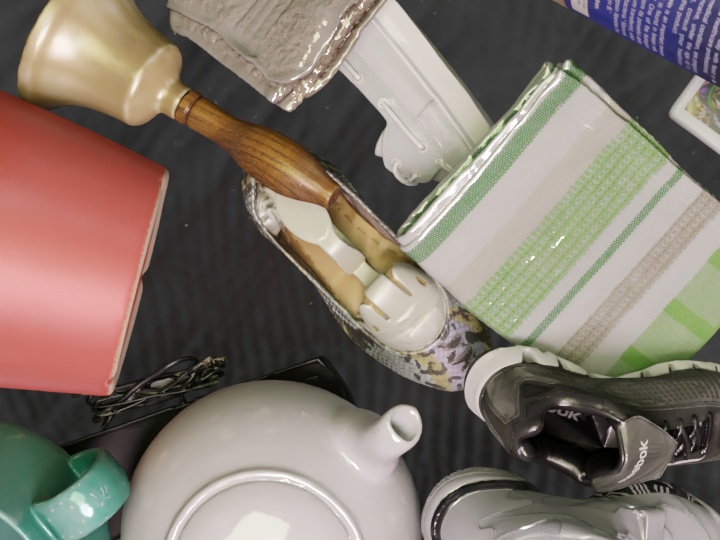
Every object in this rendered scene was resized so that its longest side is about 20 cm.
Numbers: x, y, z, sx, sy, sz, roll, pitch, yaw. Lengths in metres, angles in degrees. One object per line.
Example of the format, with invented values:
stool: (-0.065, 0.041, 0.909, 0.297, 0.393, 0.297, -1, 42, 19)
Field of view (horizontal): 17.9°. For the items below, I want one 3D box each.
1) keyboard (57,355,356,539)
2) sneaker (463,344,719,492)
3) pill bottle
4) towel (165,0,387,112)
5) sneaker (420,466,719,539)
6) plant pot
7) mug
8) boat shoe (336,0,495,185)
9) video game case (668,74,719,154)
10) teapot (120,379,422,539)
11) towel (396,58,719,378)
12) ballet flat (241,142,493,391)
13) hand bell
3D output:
keyboard: (-0.102, 0.098, 1.434, 0.198, 0.040, 0.105, -19, 110, 5)
sneaker: (0.162, 0.096, 1.348, 0.198, 0.091, 0.067, 7, 117, -13)
pill bottle: (0.211, -0.171, 1.336, 0.199, 0.116, 0.116, 30, 93, 19)
towel: (-0.026, -0.204, 1.394, 0.132, 0.034, 0.201, 37, 92, 36)
sneaker: (0.141, 0.170, 1.330, 0.198, 0.115, 0.076, 9, 106, -21)
plant pot: (-0.216, -0.014, 1.370, 0.176, 0.200, 0.202, 15, 91, -4)
mug: (-0.213, 0.168, 1.381, 0.183, 0.115, 0.153, 3, 114, 16)
boat shoe: (0.037, -0.090, 1.396, 0.068, 0.072, 0.201, -38, 86, 7)
video game case: (0.317, -0.122, 1.390, 0.181, 0.023, 0.201, 36, 94, 5)
teapot: (-0.057, 0.168, 1.349, 0.195, 0.146, 0.202, -2, 102, 2)
towel: (0.136, -0.014, 1.362, 0.200, 0.031, 0.149, 39, 101, -25)
ballet flat: (0.000, 0.000, 1.400, 0.200, 0.072, 0.072, 45, 94, 5)
hand bell: (-0.097, -0.093, 1.377, 0.199, 0.104, 0.105, 33, 93, 16)
